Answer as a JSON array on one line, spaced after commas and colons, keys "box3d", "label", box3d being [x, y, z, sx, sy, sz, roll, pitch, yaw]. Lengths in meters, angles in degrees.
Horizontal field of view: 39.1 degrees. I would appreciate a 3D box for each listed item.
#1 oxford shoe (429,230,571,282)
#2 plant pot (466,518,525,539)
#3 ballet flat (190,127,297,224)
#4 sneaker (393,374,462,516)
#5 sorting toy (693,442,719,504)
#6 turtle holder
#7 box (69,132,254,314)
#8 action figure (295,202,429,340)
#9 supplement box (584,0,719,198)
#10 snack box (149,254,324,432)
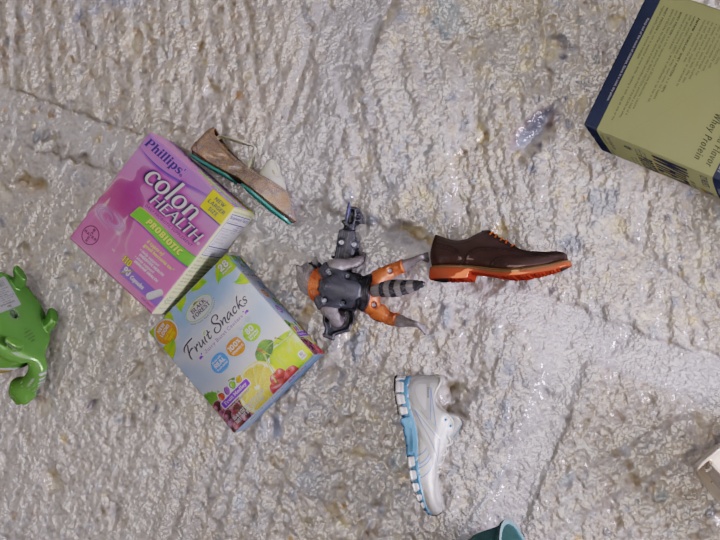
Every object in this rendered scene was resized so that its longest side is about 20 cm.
[{"box3d": [0.193, -0.023, 1.410, 0.198, 0.071, 0.073, -1, 82, 12], "label": "oxford shoe"}, {"box3d": [0.130, 0.452, 1.350, 0.195, 0.200, 0.202, -18, 84, 19], "label": "plant pot"}, {"box3d": [-0.161, -0.147, 1.493, 0.199, 0.068, 0.067, 35, 87, 9], "label": "ballet flat"}, {"box3d": [0.103, 0.240, 1.417, 0.086, 0.075, 0.202, -10, 86, 5], "label": "sneaker"}, {"box3d": [0.558, 0.267, 1.311, 0.180, 0.107, 0.200, -41, 80, 0], "label": "sorting toy"}, {"box3d": [-0.543, 0.097, 1.539, 0.131, 0.142, 0.186, -29, 122, 24], "label": "turtle holder"}, {"box3d": [-0.292, -0.066, 1.499, 0.176, 0.097, 0.200, 41, 95, 11], "label": "box"}, {"box3d": [0.000, 0.000, 1.434, 0.192, 0.105, 0.202, 1, 87, 7], "label": "action figure"}, {"box3d": [0.433, -0.224, 1.314, 0.199, 0.134, 0.201, 27, 94, 25], "label": "supplement box"}, {"box3d": [-0.182, 0.106, 1.484, 0.169, 0.068, 0.200, -45, 78, 7], "label": "snack box"}]
